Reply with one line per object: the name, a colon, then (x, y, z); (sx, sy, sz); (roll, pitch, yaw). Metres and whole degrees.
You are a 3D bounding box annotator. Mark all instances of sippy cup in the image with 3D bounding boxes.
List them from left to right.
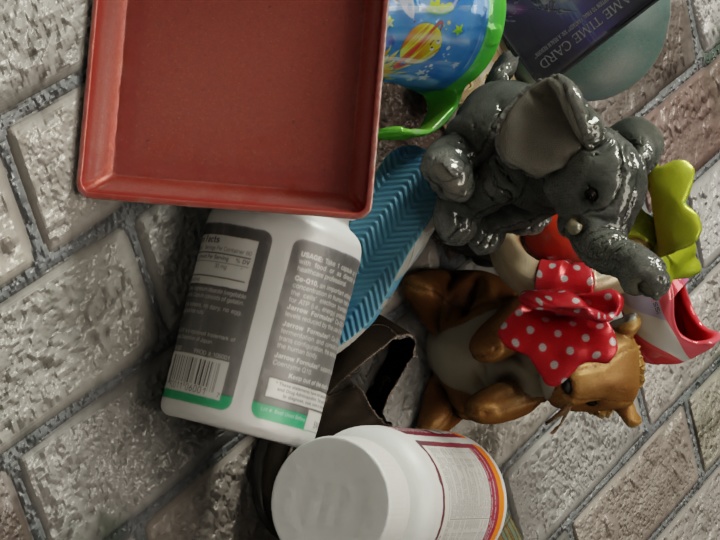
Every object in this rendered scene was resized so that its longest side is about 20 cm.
sippy cup: (0.017, -0.197, 1.360); (0.130, 0.140, 0.178); (-10, 57, -45)

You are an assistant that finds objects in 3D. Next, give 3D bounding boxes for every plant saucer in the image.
plant saucer: (-0.082, -0.140, 1.225); (0.037, 0.199, 0.200); (18, 77, -85)
plant saucer: (0.151, -0.222, 1.462); (0.039, 0.201, 0.201); (-37, 120, -44)

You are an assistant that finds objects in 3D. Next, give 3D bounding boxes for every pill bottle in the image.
pill bottle: (-0.063, 0.016, 1.280); (0.113, 0.113, 0.200); (21, 81, -49)
pill bottle: (0.022, 0.166, 1.304); (0.200, 0.109, 0.110); (14, 82, -63)

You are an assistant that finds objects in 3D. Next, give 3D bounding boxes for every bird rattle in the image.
bird rattle: (0.173, -0.007, 1.429); (0.200, 0.163, 0.113); (-39, 138, -16)

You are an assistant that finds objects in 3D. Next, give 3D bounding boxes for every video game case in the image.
video game case: (0.131, -0.258, 1.414); (0.200, 0.143, 0.019); (53, 43, 0)

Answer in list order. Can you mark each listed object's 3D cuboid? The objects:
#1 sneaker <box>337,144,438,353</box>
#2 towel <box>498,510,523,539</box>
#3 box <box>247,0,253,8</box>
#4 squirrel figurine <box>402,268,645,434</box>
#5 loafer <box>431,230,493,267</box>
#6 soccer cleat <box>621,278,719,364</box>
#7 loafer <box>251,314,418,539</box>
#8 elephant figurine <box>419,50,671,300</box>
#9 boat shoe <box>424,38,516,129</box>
sneaker: (0.000, 0.000, 1.391); (0.200, 0.076, 0.081); (-50, 168, -17)
towel: (0.098, 0.269, 1.575); (0.147, 0.022, 0.200); (-54, 130, -33)
box: (-0.074, -0.257, 1.291); (0.082, 0.068, 0.200); (-7, 99, -49)
squirrel figurine: (0.161, 0.067, 1.506); (0.200, 0.186, 0.142); (-8, 99, -50)
loafer: (0.119, -0.027, 1.540); (0.200, 0.072, 0.073); (2, 51, -47)
soccer cleat: (0.232, -0.007, 1.537); (0.200, 0.076, 0.067); (60, 40, -17)
loafer: (-0.017, 0.113, 1.384); (0.073, 0.071, 0.200); (47, 58, -41)
elephant figurine: (0.156, -0.073, 1.324); (0.141, 0.200, 0.155); (-31, 112, -41)
boat shoe: (0.087, -0.146, 1.491); (0.200, 0.074, 0.069); (49, 51, -41)
